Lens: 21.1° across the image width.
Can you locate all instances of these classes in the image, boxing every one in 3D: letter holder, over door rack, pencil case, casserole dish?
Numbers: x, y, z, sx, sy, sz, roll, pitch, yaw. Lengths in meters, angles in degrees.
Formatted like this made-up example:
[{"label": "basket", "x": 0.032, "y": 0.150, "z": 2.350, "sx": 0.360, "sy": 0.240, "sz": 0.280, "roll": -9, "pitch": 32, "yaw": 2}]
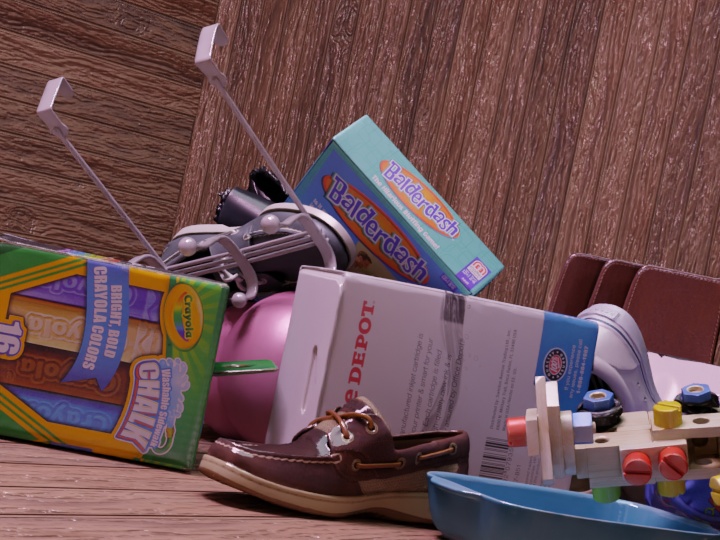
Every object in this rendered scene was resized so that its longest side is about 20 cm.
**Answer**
[{"label": "letter holder", "x": 0.226, "y": 0.093, "z": 1.683, "sx": 0.141, "sy": 0.201, "sz": 0.101, "roll": 11, "pitch": 1, "yaw": 0}, {"label": "over door rack", "x": -0.123, "y": -0.053, "z": 1.336, "sx": 0.147, "sy": 0.201, "sz": 0.067, "roll": -14, "pitch": 29, "yaw": 26}, {"label": "pencil case", "x": 0.237, "y": 0.142, "z": 1.324, "sx": 0.086, "sy": 0.078, "sz": 0.200, "roll": 29, "pitch": -9, "yaw": 11}, {"label": "casserole dish", "x": 0.129, "y": 0.160, "z": 1.187, "sx": 0.199, "sy": 0.039, "sz": 0.121, "roll": 11, "pitch": 1, "yaw": -30}]

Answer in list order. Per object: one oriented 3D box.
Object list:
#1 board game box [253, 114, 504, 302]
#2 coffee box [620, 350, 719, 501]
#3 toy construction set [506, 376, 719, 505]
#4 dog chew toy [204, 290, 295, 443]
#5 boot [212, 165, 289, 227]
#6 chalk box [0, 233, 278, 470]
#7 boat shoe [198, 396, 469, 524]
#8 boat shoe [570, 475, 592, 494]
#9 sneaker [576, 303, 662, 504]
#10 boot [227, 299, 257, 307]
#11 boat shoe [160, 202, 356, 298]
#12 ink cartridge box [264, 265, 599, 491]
[{"label": "board game box", "x": 0.000, "y": 0.000, "z": 1.450, "sx": 0.045, "sy": 0.152, "sz": 0.200, "roll": -37, "pitch": -7, "yaw": -40}, {"label": "coffee box", "x": 0.209, "y": 0.125, "z": 1.567, "sx": 0.199, "sy": 0.114, "sz": 0.080, "roll": 11, "pitch": -25, "yaw": 27}, {"label": "toy construction set", "x": 0.183, "y": 0.112, "z": 1.165, "sx": 0.198, "sy": 0.093, "sz": 0.131, "roll": 9, "pitch": 20, "yaw": 1}, {"label": "dog chew toy", "x": -0.073, "y": 0.078, "z": 1.454, "sx": 0.124, "sy": 0.126, "sz": 0.199, "roll": 11, "pitch": -8, "yaw": -36}, {"label": "boot", "x": -0.018, "y": -0.033, "z": 1.626, "sx": 0.167, "sy": 0.077, "sz": 0.200, "roll": 28, "pitch": 19, "yaw": 18}, {"label": "chalk box", "x": -0.156, "y": 0.057, "z": 1.278, "sx": 0.199, "sy": 0.125, "sz": 0.125, "roll": 13, "pitch": -1, "yaw": -8}, {"label": "boat shoe", "x": -0.010, "y": 0.112, "z": 1.196, "sx": 0.199, "sy": 0.073, "sz": 0.072, "roll": 12, "pitch": 0, "yaw": -35}, {"label": "boat shoe", "x": 0.096, "y": 0.137, "z": 1.492, "sx": 0.199, "sy": 0.072, "sz": 0.063, "roll": 16, "pitch": 4, "yaw": 10}, {"label": "sneaker", "x": 0.192, "y": 0.123, "z": 1.431, "sx": 0.073, "sy": 0.201, "sz": 0.071, "roll": -1, "pitch": 35, "yaw": 44}, {"label": "boot", "x": -0.072, "y": 0.032, "z": 1.635, "sx": 0.074, "sy": 0.153, "sz": 0.204, "roll": 51, "pitch": -24, "yaw": 9}, {"label": "boat shoe", "x": -0.085, "y": -0.001, "z": 1.440, "sx": 0.199, "sy": 0.062, "sz": 0.073, "roll": -5, "pitch": -57, "yaw": 45}, {"label": "ink cartridge box", "x": 0.047, "y": 0.086, "z": 1.310, "sx": 0.199, "sy": 0.146, "sz": 0.084, "roll": 11, "pitch": 0, "yaw": -25}]
